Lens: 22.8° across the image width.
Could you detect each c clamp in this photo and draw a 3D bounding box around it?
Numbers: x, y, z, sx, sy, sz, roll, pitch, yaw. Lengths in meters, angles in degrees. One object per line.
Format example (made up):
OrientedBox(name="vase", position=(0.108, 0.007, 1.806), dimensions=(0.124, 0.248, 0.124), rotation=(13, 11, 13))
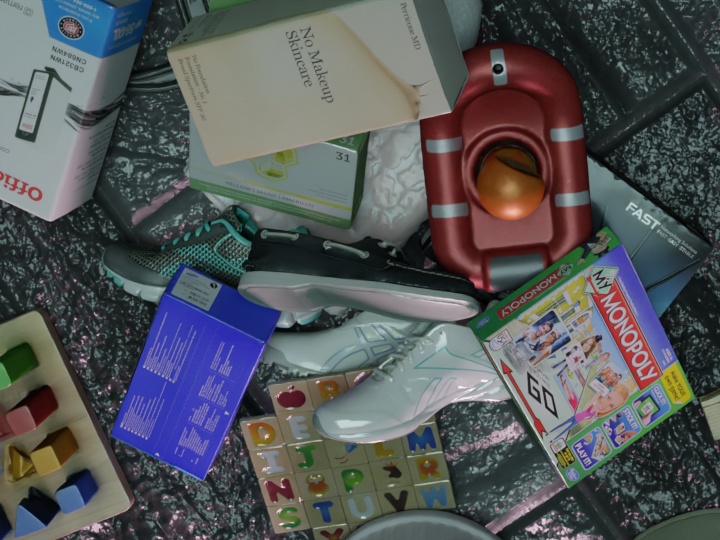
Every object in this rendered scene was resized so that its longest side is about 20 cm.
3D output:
OrientedBox(name="c clamp", position=(-0.214, -0.240, 1.527), dimensions=(0.170, 0.027, 0.201), rotation=(-22, 96, 5))

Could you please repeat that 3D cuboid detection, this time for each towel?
OrientedBox(name="towel", position=(-0.025, -0.093, 1.526), dimensions=(0.191, 0.032, 0.200), rotation=(42, 103, -2))

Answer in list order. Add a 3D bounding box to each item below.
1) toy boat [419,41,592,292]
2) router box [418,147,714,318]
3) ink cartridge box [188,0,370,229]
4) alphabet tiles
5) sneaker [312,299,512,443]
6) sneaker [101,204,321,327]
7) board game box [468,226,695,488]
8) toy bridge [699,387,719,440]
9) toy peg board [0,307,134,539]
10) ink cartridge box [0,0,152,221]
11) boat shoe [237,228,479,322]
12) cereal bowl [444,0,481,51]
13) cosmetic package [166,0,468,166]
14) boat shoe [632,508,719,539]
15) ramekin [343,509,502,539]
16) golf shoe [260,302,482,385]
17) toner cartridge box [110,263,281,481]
OrientedBox(name="toy boat", position=(0.114, -0.075, 1.380), dimensions=(0.130, 0.131, 0.201), rotation=(-6, 103, 2))
OrientedBox(name="router box", position=(0.172, -0.022, 1.490), dimensions=(0.200, 0.062, 0.150), rotation=(35, 101, -6))
OrientedBox(name="ink cartridge box", position=(-0.063, -0.127, 1.429), dimensions=(0.145, 0.048, 0.200), rotation=(16, 144, 6))
OrientedBox(name="alphabet tiles", position=(-0.009, 0.168, 1.544), dimensions=(0.166, 0.006, 0.200), rotation=(-9, 124, 8))
OrientedBox(name="sneaker", position=(0.050, 0.080, 1.451), dimensions=(0.200, 0.070, 0.080), rotation=(-20, 112, -16))
OrientedBox(name="sneaker", position=(-0.124, -0.014, 1.522), dimensions=(0.199, 0.078, 0.092), rotation=(9, 104, 13))
OrientedBox(name="board game box", position=(0.183, 0.074, 1.443), dimensions=(0.134, 0.029, 0.200), rotation=(-35, 130, -2))
OrientedBox(name="toy bridge", position=(0.383, 0.081, 1.511), dimensions=(0.199, 0.027, 0.067), rotation=(-20, 97, 10))
OrientedBox(name="toy peg board", position=(-0.339, 0.167, 1.580), dimensions=(0.199, 0.098, 0.200), rotation=(-23, 97, 11))
OrientedBox(name="ink cartridge box", position=(-0.278, -0.163, 1.495), dimensions=(0.146, 0.084, 0.201), rotation=(24, 112, 8))
OrientedBox(name="boat shoe", position=(0.000, 0.000, 1.422), dimensions=(0.199, 0.076, 0.061), rotation=(7, 69, 13))
OrientedBox(name="cereal bowl", position=(0.005, -0.219, 1.450), dimensions=(0.199, 0.083, 0.201), rotation=(0, 91, -4))
OrientedBox(name="cosmetic package", position=(-0.031, -0.155, 1.337), dimensions=(0.199, 0.073, 0.104), rotation=(-12, 116, 22))
OrientedBox(name="boat shoe", position=(0.257, 0.277, 1.555), dimensions=(0.200, 0.072, 0.068), rotation=(-35, 131, 5))
OrientedBox(name="ramekin", position=(0.054, 0.318, 1.553), dimensions=(0.202, 0.094, 0.203), rotation=(2, 107, 6))
OrientedBox(name="golf shoe", position=(0.011, 0.054, 1.534), dimensions=(0.199, 0.078, 0.098), rotation=(5, 95, -4))
OrientedBox(name="toner cartridge box", position=(-0.143, 0.090, 1.519), dimensions=(0.095, 0.043, 0.200), rotation=(27, 134, 1))
